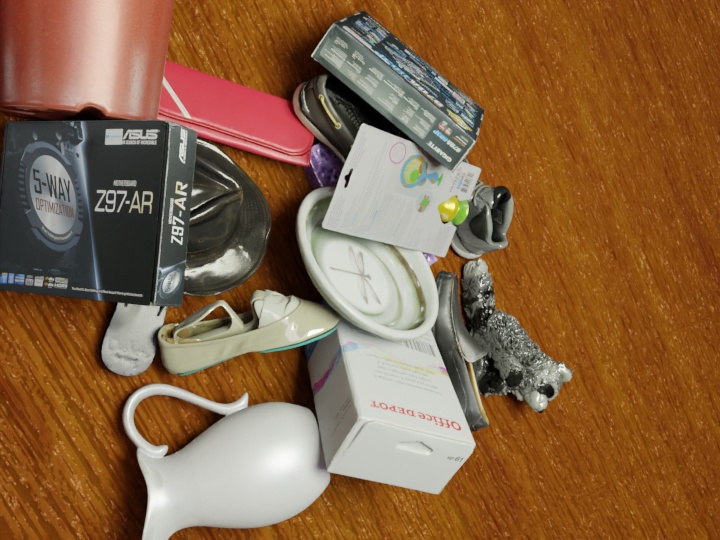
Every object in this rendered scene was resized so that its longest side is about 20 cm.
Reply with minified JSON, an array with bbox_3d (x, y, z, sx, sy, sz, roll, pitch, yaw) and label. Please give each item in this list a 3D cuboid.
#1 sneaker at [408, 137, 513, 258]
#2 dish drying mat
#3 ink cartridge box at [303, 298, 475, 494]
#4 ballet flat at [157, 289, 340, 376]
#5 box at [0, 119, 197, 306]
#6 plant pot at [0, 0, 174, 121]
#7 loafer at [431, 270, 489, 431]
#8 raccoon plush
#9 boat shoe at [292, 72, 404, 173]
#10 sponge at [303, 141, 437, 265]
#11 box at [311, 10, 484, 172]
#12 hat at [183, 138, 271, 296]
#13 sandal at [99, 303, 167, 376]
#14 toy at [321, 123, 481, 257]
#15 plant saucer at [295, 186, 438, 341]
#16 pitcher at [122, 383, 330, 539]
[{"bbox_3d":[0.139,-0.115,0.928,0.074,0.115,0.203,-30,101,-24],"label":"sneaker"},{"bbox_3d":[-0.144,-0.176,0.825,0.196,0.018,0.078,14,66,-19],"label":"dish drying mat"},{"bbox_3d":[0.024,0.130,0.811,0.142,0.202,0.085,18,119,-25],"label":"ink cartridge box"},{"bbox_3d":[-0.121,0.057,0.776,0.196,0.069,0.071,-17,96,1],"label":"ballet flat"},{"bbox_3d":[-0.251,-0.055,0.690,0.043,0.196,0.164,9,87,-68],"label":"box"},{"bbox_3d":[-0.261,-0.242,0.697,0.197,0.200,0.200,2,94,-26],"label":"plant pot"},{"bbox_3d":[0.124,0.101,0.925,0.073,0.071,0.205,-19,106,-69],"label":"loafer"},{"bbox_3d":[0.212,0.085,0.977,0.132,0.096,0.205,1,87,-35],"label":"raccoon plush"},{"bbox_3d":[0.011,-0.149,0.858,0.200,0.060,0.073,37,66,-25],"label":"boat shoe"},{"bbox_3d":[0.012,-0.074,0.910,0.110,0.030,0.203,-29,101,-25],"label":"sponge"},{"bbox_3d":[0.052,-0.212,0.849,0.199,0.159,0.046,38,116,-5],"label":"box"},{"bbox_3d":[-0.174,-0.074,0.749,0.197,0.081,0.205,12,63,-24],"label":"hat"},{"bbox_3d":[-0.223,0.009,0.778,0.075,0.043,0.205,10,83,-26],"label":"sandal"},{"bbox_3d":[0.044,-0.090,0.843,0.197,0.047,0.117,12,106,-39],"label":"toy"},{"bbox_3d":[0.000,0.000,0.826,0.198,0.050,0.203,30,37,-25],"label":"plant saucer"},{"bbox_3d":[-0.143,0.189,0.780,0.196,0.121,0.175,-13,81,-15],"label":"pitcher"}]
